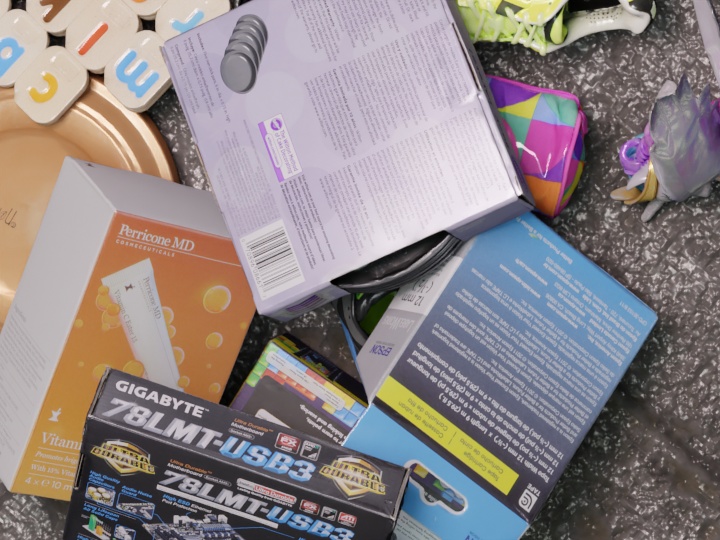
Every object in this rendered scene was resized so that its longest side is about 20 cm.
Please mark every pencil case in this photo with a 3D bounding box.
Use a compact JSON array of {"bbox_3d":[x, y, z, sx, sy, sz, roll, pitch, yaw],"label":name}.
[{"bbox_3d":[0.050,-0.098,1.674,0.199,0.088,0.089,17,96,7],"label":"pencil case"}]

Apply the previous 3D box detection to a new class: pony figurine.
[{"bbox_3d":[0.244,-0.091,1.598,0.198,0.194,0.167,4,52,17],"label":"pony figurine"}]

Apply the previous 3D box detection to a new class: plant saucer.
[{"bbox_3d":[-0.219,-0.040,1.735,0.199,0.032,0.202,2,99,10],"label":"plant saucer"}]

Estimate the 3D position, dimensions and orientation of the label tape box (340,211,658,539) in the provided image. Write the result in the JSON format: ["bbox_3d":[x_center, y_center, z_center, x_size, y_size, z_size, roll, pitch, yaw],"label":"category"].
[{"bbox_3d":[0.076,0.069,1.631,0.143,0.066,0.201,37,80,-22],"label":"label tape box"}]

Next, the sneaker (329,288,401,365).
[{"bbox_3d":[0.000,0.001,1.680,0.071,0.083,0.200,-35,91,-24],"label":"sneaker"}]

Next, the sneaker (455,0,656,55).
[{"bbox_3d":[0.094,-0.176,1.639,0.198,0.076,0.077,-12,48,2],"label":"sneaker"}]

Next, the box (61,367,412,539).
[{"bbox_3d":[-0.085,0.166,1.607,0.199,0.050,0.199,17,135,1],"label":"box"}]

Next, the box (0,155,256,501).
[{"bbox_3d":[-0.156,0.045,1.673,0.124,0.097,0.201,13,107,-31],"label":"box"}]

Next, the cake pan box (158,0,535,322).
[{"bbox_3d":[-0.007,-0.087,1.597,0.183,0.052,0.201,-26,75,14],"label":"cake pan box"}]

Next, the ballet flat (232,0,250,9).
[{"bbox_3d":[-0.053,-0.196,1.697,0.066,0.057,0.202,6,94,10],"label":"ballet flat"}]

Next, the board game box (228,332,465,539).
[{"bbox_3d":[-0.017,0.166,1.716,0.199,0.057,0.166,35,101,6],"label":"board game box"}]

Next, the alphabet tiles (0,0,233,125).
[{"bbox_3d":[-0.180,-0.200,1.714,0.200,0.015,0.196,43,90,19],"label":"alphabet tiles"}]
